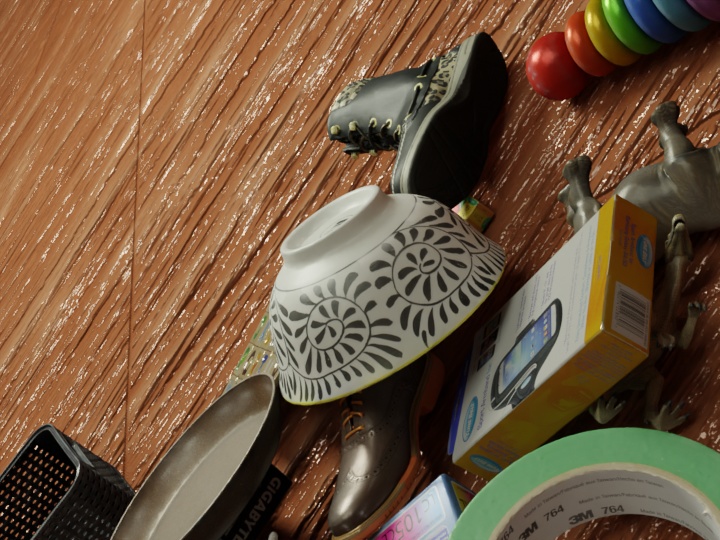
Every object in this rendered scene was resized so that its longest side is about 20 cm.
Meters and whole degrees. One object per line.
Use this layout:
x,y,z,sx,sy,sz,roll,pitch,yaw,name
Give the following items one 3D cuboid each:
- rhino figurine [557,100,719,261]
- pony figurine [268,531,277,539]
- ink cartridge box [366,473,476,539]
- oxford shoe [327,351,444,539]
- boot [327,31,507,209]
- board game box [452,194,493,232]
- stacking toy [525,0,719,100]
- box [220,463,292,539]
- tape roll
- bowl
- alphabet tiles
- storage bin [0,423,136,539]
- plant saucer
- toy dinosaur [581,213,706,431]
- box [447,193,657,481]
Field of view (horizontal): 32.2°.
0.219,-0.064,0.840,0.199,0.059,0.089,-32,61,32,rhino figurine
-0.091,0.287,0.802,0.195,0.197,0.167,65,156,18,pony figurine
0.055,0.254,0.791,0.136,0.076,0.201,-45,38,19,ink cartridge box
0.003,0.115,0.914,0.071,0.073,0.201,-32,22,32,oxford shoe
0.034,-0.112,1.076,0.152,0.074,0.205,-11,40,38,boot
0.027,0.015,1.059,0.202,0.030,0.095,-58,33,5,board game box
0.206,-0.190,0.952,0.199,0.085,0.086,-34,40,41,stacking toy
-0.161,0.243,1.014,0.200,0.050,0.199,-57,16,-26,box
0.139,0.182,0.691,0.197,0.049,0.202,-15,41,14,tape roll
0.000,0.000,0.927,0.199,0.095,0.201,-31,15,9,bowl
-0.074,0.057,1.107,0.169,0.007,0.200,-62,12,-6,alphabet tiles
-0.316,0.270,1.215,0.201,0.094,0.135,-52,33,-7,storage bin
-0.123,0.166,0.951,0.200,0.032,0.201,-44,15,15,plant saucer
0.175,0.064,0.821,0.201,0.058,0.102,-57,15,23,toy dinosaur
0.122,0.055,0.835,0.200,0.041,0.120,-53,15,46,box
